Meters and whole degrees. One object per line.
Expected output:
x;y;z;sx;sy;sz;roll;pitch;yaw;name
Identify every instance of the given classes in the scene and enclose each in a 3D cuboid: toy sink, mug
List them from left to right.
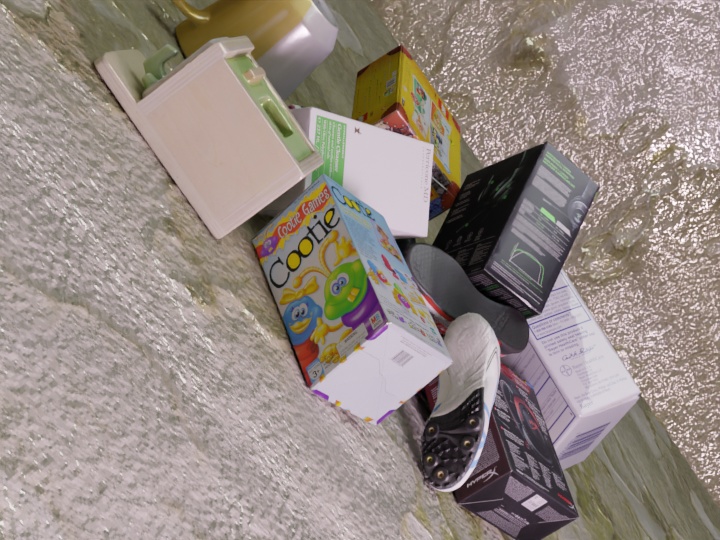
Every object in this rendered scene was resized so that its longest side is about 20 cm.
-0.136;-0.150;1.446;0.201;0.111;0.130;55;11;-3;toy sink
-0.115;-0.269;1.753;0.150;0.152;0.186;60;13;19;mug

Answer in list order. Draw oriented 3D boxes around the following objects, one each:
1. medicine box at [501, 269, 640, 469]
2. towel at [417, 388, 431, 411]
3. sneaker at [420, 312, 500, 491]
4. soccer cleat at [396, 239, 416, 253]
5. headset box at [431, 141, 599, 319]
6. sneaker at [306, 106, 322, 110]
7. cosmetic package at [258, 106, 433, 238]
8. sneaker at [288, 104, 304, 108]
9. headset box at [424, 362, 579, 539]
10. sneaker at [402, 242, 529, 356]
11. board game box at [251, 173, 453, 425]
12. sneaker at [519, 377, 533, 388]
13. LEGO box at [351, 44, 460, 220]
0.230;0.130;1.936;0.201;0.102;0.183;61;-30;23;medicine box
0.069;0.106;1.785;0.201;0.023;0.144;52;13;-16;towel
0.109;0.141;1.591;0.073;0.071;0.202;58;37;-47;sneaker
0.018;-0.057;1.945;0.081;0.068;0.200;38;12;-26;soccer cleat
0.170;-0.041;1.816;0.092;0.202;0.174;36;-27;-19;headset box
-0.009;-0.145;1.971;0.100;0.070;0.199;47;22;26;sneaker
-0.017;-0.099;1.620;0.199;0.084;0.109;9;83;-47;cosmetic package
-0.028;-0.123;1.786;0.086;0.074;0.200;-1;36;-34;sneaker
0.149;0.182;1.695;0.148;0.075;0.202;37;28;-44;headset box
0.087;0.043;1.712;0.201;0.107;0.068;34;58;-34;sneaker
-0.011;0.027;1.462;0.105;0.103;0.201;33;25;-44;board game box
0.170;0.155;1.885;0.075;0.090;0.201;46;15;-35;sneaker
0.060;-0.174;1.966;0.149;0.077;0.201;53;21;-24;LEGO box
